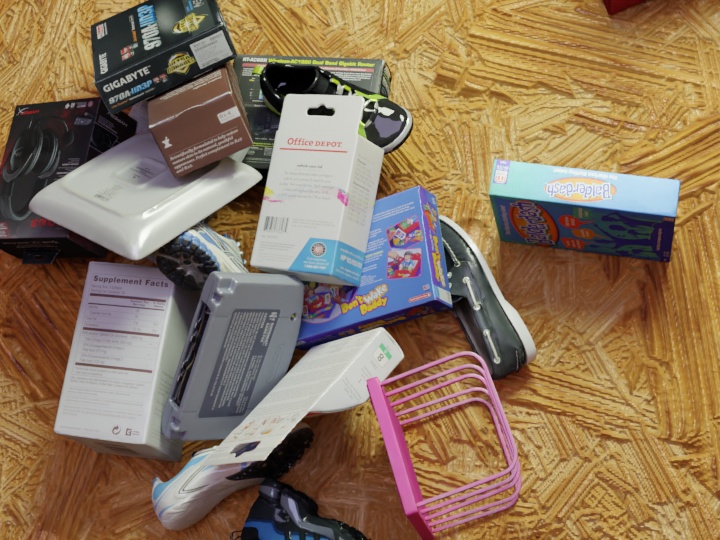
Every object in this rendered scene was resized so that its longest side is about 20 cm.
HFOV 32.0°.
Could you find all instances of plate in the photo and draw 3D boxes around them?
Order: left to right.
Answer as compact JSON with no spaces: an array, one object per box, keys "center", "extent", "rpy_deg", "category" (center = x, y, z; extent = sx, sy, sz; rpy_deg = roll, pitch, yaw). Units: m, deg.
[{"center":[-0.245,-0.099,1.418],"extent":[0.198,0.033,0.199],"rpy_deg":[23,45,35],"category":"plate"}]

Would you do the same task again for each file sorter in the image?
[{"center":[0.094,0.184,1.308],"extent":[0.124,0.200,0.141],"rpy_deg":[-19,69,2],"category":"file sorter"}]

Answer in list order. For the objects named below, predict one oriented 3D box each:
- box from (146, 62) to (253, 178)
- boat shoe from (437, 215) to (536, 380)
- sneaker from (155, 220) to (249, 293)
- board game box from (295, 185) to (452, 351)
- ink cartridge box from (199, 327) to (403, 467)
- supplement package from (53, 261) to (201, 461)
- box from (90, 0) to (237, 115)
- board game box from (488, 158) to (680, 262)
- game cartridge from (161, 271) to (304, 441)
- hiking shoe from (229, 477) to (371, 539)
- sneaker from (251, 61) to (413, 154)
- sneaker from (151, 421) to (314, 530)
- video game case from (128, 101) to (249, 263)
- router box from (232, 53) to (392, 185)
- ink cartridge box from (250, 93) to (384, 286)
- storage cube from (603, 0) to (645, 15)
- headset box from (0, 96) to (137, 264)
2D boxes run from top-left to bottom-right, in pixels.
[{"center":[-0.186,-0.193,1.433],"extent":[0.099,0.076,0.201],"rpy_deg":[-22,30,2],"category":"box"},{"center":[0.121,0.029,1.413],"extent":[0.060,0.076,0.201],"rpy_deg":[-27,67,-17],"category":"boat shoe"},{"center":[-0.151,0.003,1.435],"extent":[0.076,0.200,0.086],"rpy_deg":[-23,39,20],"category":"sneaker"},{"center":[0.000,0.000,1.434],"extent":[0.198,0.045,0.136],"rpy_deg":[-17,69,27],"category":"board game box"},{"center":[-0.062,0.150,1.340],"extent":[0.050,0.160,0.200],"rpy_deg":[49,59,-13],"category":"ink cartridge box"},{"center":[-0.260,0.106,1.449],"extent":[0.116,0.117,0.203],"rpy_deg":[4,73,15],"category":"supplement package"},{"center":[-0.232,-0.266,1.457],"extent":[0.157,0.046,0.201],"rpy_deg":[-24,31,1],"category":"box"},{"center":[0.246,-0.064,1.381],"extent":[0.197,0.152,0.046],"rpy_deg":[8,74,15],"category":"board game box"},{"center":[-0.136,0.095,1.393],"extent":[0.041,0.132,0.202],"rpy_deg":[40,116,45],"category":"game cartridge"},{"center":[-0.044,0.311,1.370],"extent":[0.199,0.074,0.087],"rpy_deg":[30,88,29],"category":"hiking shoe"},{"center":[-0.037,-0.190,1.449],"extent":[0.197,0.083,0.073],"rpy_deg":[18,77,16],"category":"sneaker"},{"center":[-0.147,0.218,1.417],"extent":[0.198,0.072,0.073],"rpy_deg":[-28,59,-2],"category":"sneaker"},{"center":[-0.242,-0.112,1.526],"extent":[0.199,0.022,0.184],"rpy_deg":[27,87,36],"category":"video game case"},{"center":[-0.068,-0.181,1.531],"extent":[0.197,0.062,0.152],"rpy_deg":[5,74,13],"category":"router box"},{"center":[-0.044,-0.091,1.417],"extent":[0.114,0.068,0.203],"rpy_deg":[7,82,31],"category":"ink cartridge box"},{"center":[0.342,-0.441,1.468],"extent":[0.169,0.180,0.203],"rpy_deg":[-18,69,5],"category":"storage cube"},{"center":[-0.371,-0.102,1.542],"extent":[0.147,0.077,0.203],"rpy_deg":[0,70,31],"category":"headset box"}]
